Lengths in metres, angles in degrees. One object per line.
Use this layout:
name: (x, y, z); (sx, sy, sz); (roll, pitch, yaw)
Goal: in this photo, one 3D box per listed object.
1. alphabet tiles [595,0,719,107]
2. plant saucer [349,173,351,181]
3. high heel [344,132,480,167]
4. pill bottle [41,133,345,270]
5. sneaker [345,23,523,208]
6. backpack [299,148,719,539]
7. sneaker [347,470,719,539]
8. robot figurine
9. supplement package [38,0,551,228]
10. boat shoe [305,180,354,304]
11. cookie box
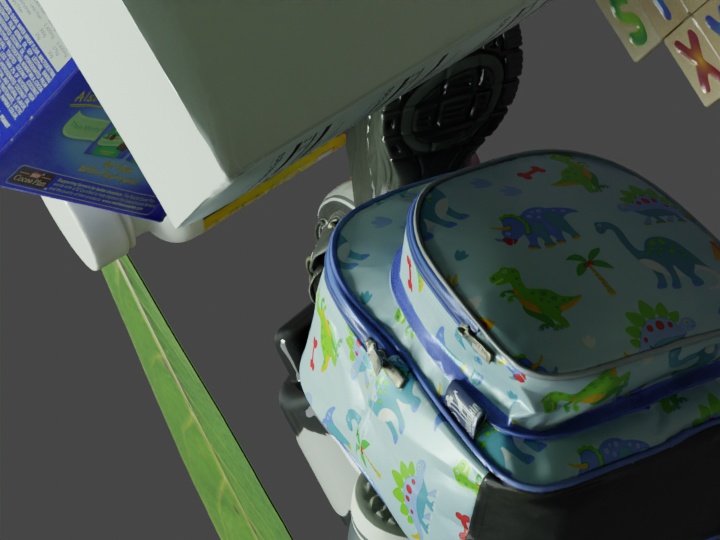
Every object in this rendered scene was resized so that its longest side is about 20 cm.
alphabet tiles: (0.098, -0.161, 0.720); (0.201, 0.006, 0.166); (58, 166, 3)
plant saucer: (0.049, 0.003, 1.155); (0.201, 0.037, 0.201); (52, 164, 21)
high heel: (-0.005, -0.101, 1.068); (0.199, 0.067, 0.096); (36, 146, 26)
pill bottle: (-0.098, -0.086, 1.132); (0.112, 0.199, 0.112); (52, 165, 20)
sneaker: (0.024, -0.076, 0.940); (0.091, 0.075, 0.201); (-122, 33, -44)
backpack: (0.077, 0.031, 0.853); (0.200, 0.182, 0.148); (44, 137, 39)
sneaker: (0.091, 0.135, 0.905); (0.079, 0.198, 0.080); (-90, 5, -51)
robot figurine: (0.019, 0.111, 1.293); (0.201, 0.124, 0.150); (62, -177, -14)
supplement package: (-0.030, -0.154, 0.751); (0.192, 0.199, 0.147); (59, 165, -2)
boat shoe: (0.000, 0.000, 1.093); (0.070, 0.066, 0.200); (63, 169, -21)
cookie box: (-0.096, -0.126, 0.939); (0.075, 0.200, 0.171); (52, -164, 21)
